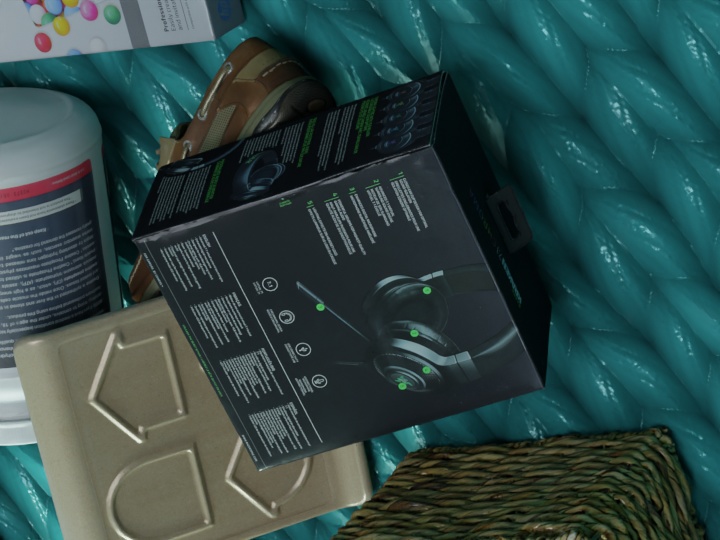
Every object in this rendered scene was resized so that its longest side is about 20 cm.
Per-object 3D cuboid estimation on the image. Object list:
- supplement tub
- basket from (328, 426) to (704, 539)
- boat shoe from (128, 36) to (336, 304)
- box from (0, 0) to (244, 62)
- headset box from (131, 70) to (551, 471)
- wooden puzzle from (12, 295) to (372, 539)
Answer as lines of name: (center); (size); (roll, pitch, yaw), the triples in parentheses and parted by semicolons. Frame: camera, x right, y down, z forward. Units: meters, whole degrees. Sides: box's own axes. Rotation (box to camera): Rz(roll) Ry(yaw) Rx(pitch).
supplement tub: (-0.225, -0.005, 1.492); (0.140, 0.140, 0.201); (8, 116, 26)
basket: (0.094, 0.193, 1.402); (0.199, 0.149, 0.143); (-8, 109, 31)
boat shoe: (-0.088, -0.060, 1.437); (0.074, 0.076, 0.200); (50, 124, 21)
box: (-0.180, -0.211, 1.430); (0.199, 0.041, 0.156); (-1, 112, 31)
headset box: (0.000, 0.000, 1.348); (0.199, 0.093, 0.174); (-18, 118, 18)
wooden puzzle: (-0.105, 0.091, 1.478); (0.199, 0.046, 0.186); (-15, 117, -8)
